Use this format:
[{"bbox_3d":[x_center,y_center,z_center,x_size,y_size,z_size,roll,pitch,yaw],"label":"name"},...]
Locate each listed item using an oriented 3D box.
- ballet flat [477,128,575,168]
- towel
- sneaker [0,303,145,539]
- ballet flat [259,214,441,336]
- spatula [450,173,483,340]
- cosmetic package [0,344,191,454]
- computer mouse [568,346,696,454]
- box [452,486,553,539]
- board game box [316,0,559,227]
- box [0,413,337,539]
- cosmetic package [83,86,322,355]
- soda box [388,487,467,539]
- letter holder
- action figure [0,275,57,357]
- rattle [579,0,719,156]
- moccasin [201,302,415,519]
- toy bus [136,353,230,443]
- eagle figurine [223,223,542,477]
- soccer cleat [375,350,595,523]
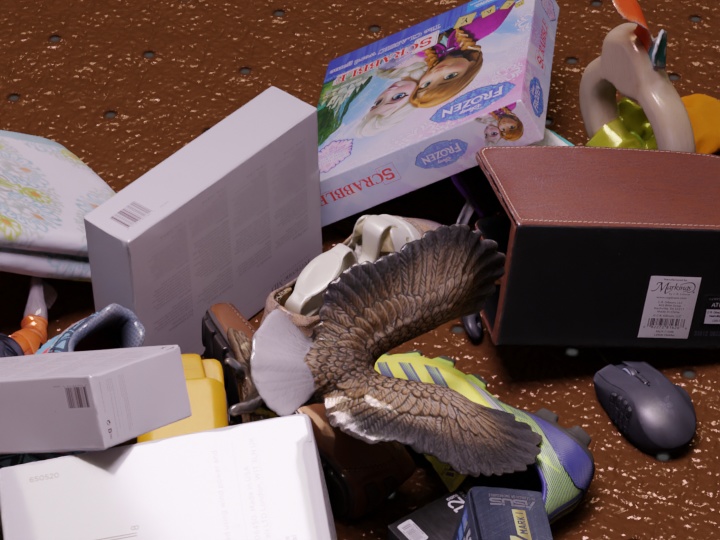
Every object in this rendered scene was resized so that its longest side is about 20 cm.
[{"bbox_3d":[0.123,-0.095,1.990,0.069,0.070,0.200,-25,46,-24],"label":"ballet flat"},{"bbox_3d":[-0.256,-0.049,1.898,0.199,0.048,0.171,7,28,-45],"label":"towel"},{"bbox_3d":[-0.199,0.095,1.671,0.079,0.095,0.201,34,42,-16],"label":"sneaker"},{"bbox_3d":[0.000,0.000,1.874,0.068,0.067,0.200,26,48,28],"label":"ballet flat"},{"bbox_3d":[0.079,-0.022,1.921,0.020,0.057,0.201,-22,44,20],"label":"spatula"},{"bbox_3d":[-0.207,0.084,1.572,0.199,0.051,0.082,-5,11,39],"label":"cosmetic package"},{"bbox_3d":[0.184,0.061,1.821,0.058,0.034,0.200,-19,43,-17],"label":"computer mouse"},{"bbox_3d":[0.074,0.252,1.474,0.051,0.201,0.158,4,40,-13],"label":"box"},{"bbox_3d":[0.055,-0.135,1.971,0.199,0.041,0.200,-22,29,21],"label":"board game box"},{"bbox_3d":[-0.105,0.215,1.522,0.199,0.131,0.200,-10,64,-2],"label":"box"},{"bbox_3d":[-0.111,-0.022,1.841,0.052,0.151,0.200,27,48,32],"label":"cosmetic package"},{"bbox_3d":[0.099,0.230,1.597,0.063,0.071,0.200,-24,46,-25],"label":"soda box"},{"bbox_3d":[0.185,-0.020,1.842,0.199,0.101,0.142,1,28,-13],"label":"letter holder"},{"bbox_3d":[-0.293,0.076,1.776,0.199,0.105,0.194,-6,31,-9],"label":"action figure"},{"bbox_3d":[0.250,-0.151,1.936,0.142,0.201,0.130,-12,41,-12],"label":"rattle"},{"bbox_3d":[-0.040,0.088,1.766,0.078,0.074,0.201,-29,49,-28],"label":"moccasin"},{"bbox_3d":[-0.117,0.143,1.688,0.065,0.078,0.201,-5,57,-3],"label":"toy bus"},{"bbox_3d":[0.013,0.063,1.667,0.199,0.152,0.151,-9,35,4],"label":"eagle figurine"},{"bbox_3d":[0.066,0.116,1.739,0.199,0.065,0.084,22,49,25],"label":"soccer cleat"}]
